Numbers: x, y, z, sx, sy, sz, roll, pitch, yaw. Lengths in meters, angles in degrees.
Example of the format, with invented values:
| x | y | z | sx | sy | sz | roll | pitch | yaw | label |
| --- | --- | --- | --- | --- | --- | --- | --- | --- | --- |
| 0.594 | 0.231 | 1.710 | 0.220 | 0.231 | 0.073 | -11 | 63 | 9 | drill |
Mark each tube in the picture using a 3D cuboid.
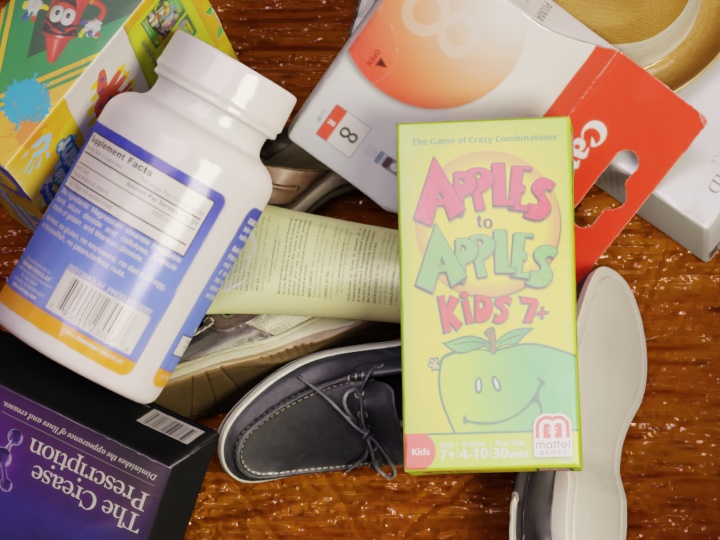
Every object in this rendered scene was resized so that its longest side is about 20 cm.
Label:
| x | y | z | sx | sy | sz | roll | pitch | yaw | label |
| --- | --- | --- | --- | --- | --- | --- | --- | --- | --- |
| 0.000 | 0.000 | 1.693 | 0.199 | 0.052 | 0.058 | 7 | 33 | 5 | tube |

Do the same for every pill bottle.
| x | y | z | sx | sy | sz | roll | pitch | yaw | label |
| --- | --- | --- | --- | --- | --- | --- | --- | --- | --- |
| -0.121 | -0.034 | 1.654 | 0.112 | 0.112 | 0.201 | 29 | 90 | 15 | pill bottle |

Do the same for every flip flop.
| x | y | z | sx | sy | sz | roll | pitch | yaw | label |
| --- | --- | --- | --- | --- | --- | --- | --- | --- | --- |
| -0.049 | -0.062 | 1.754 | 0.200 | 0.058 | 0.081 | -31 | 44 | -4 | flip flop |

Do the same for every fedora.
| x | y | z | sx | sy | sz | roll | pitch | yaw | label |
| --- | --- | --- | --- | --- | --- | --- | --- | --- | --- |
| 0.139 | -0.197 | 1.696 | 0.200 | 0.082 | 0.202 | -2 | 70 | 4 | fedora |

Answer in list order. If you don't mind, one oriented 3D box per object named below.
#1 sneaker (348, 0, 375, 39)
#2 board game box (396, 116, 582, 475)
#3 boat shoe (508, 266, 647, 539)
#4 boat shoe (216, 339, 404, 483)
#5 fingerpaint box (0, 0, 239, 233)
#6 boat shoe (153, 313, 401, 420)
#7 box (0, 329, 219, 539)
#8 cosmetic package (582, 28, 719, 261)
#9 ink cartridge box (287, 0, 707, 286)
| x | y | z | sx | sy | sz | roll | pitch | yaw | label |
| --- | --- | --- | --- | --- | --- | --- | --- | --- | --- |
| 0.062 | -0.197 | 1.786 | 0.080 | 0.078 | 0.200 | 38 | 82 | 9 | sneaker |
| 0.074 | 0.015 | 1.634 | 0.101 | 0.048 | 0.201 | -2 | 83 | 7 | board game box |
| 0.127 | 0.095 | 1.695 | 0.060 | 0.074 | 0.201 | -15 | 61 | 42 | boat shoe |
| 0.009 | 0.085 | 1.703 | 0.199 | 0.075 | 0.062 | -16 | 29 | 0 | boat shoe |
| -0.163 | -0.110 | 1.723 | 0.073 | 0.200 | 0.167 | 36 | 82 | 18 | fingerpaint box |
| -0.061 | 0.036 | 1.738 | 0.199 | 0.073 | 0.065 | -19 | 67 | -8 | boat shoe |
| -0.204 | 0.126 | 1.694 | 0.199 | 0.079 | 0.142 | 24 | 111 | 14 | box |
| 0.162 | -0.107 | 1.745 | 0.200 | 0.074 | 0.102 | 35 | 80 | 17 | cosmetic package |
| 0.078 | -0.085 | 1.680 | 0.200 | 0.050 | 0.162 | 38 | 121 | 1 | ink cartridge box |
